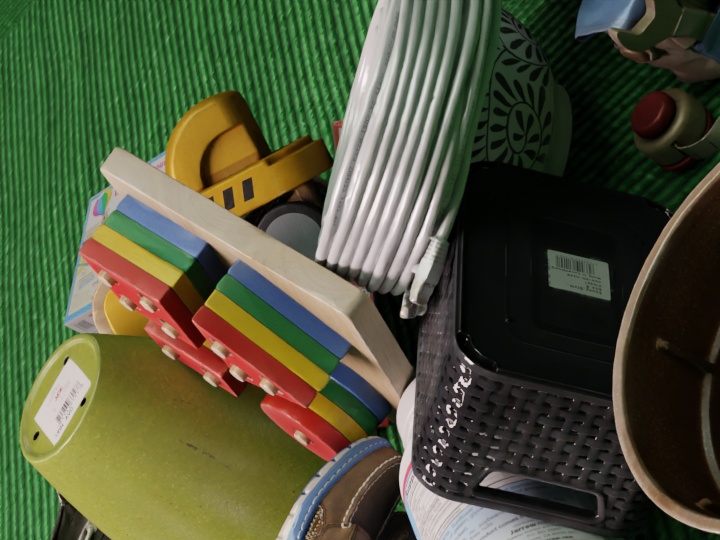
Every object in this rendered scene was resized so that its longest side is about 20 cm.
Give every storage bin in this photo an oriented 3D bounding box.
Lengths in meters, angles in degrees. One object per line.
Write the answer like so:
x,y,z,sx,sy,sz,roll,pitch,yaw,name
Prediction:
0.107,0.039,1.132,0.200,0.135,0.094,-84,9,-54,storage bin

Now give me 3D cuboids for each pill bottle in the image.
0.084,0.140,1.167,0.109,0.109,0.200,-49,33,19,pill bottle

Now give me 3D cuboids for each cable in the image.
0.026,-0.085,1.185,0.200,0.069,0.200,-98,22,-79,cable

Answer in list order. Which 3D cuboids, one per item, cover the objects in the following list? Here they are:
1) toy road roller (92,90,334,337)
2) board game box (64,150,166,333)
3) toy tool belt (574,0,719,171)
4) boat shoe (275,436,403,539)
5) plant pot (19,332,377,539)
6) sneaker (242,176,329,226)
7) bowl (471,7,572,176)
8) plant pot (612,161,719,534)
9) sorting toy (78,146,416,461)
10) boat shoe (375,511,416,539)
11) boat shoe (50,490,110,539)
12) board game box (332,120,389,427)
-0.111,-0.040,1.458,0.200,0.146,0.123,-26,4,6,toy road roller
-0.174,-0.036,1.746,0.200,0.034,0.135,-27,45,43,board game box
0.182,-0.175,1.260,0.125,0.123,0.200,-4,63,54,toy tool belt
-0.017,0.189,1.207,0.072,0.072,0.200,21,62,28,boat shoe
-0.123,0.123,1.390,0.187,0.200,0.187,-35,40,36,plant pot
-0.094,0.004,1.568,0.200,0.070,0.076,-51,17,4,sneaker
0.080,-0.088,1.343,0.201,0.094,0.201,-169,90,-74,bowl
0.252,0.055,0.907,0.200,0.198,0.201,-34,41,37,plant pot
-0.066,0.038,1.257,0.199,0.200,0.070,30,76,27,sorting toy
0.005,0.236,1.238,0.073,0.074,0.200,-18,53,48,boat shoe
-0.202,0.169,1.596,0.071,0.064,0.200,-23,48,45,boat shoe
0.000,0.000,1.419,0.019,0.103,0.200,-6,47,0,board game box
